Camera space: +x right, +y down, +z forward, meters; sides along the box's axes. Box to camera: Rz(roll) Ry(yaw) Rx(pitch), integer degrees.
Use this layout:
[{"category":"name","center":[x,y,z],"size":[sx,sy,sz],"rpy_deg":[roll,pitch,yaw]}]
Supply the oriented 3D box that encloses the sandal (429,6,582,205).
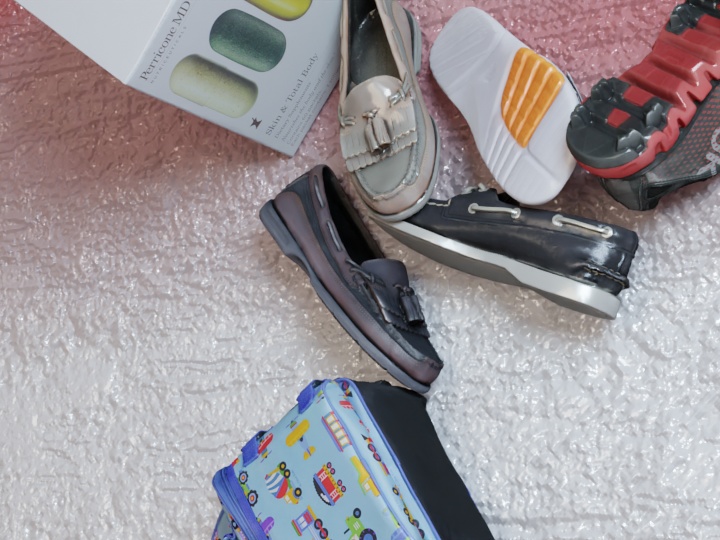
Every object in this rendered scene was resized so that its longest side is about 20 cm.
[{"category":"sandal","center":[0.112,-0.115,1.082],"size":[0.079,0.059,0.207],"rpy_deg":[-52,36,20]}]

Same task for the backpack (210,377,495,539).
[{"category":"backpack","center":[-0.025,0.190,1.054],"size":[0.200,0.134,0.183],"rpy_deg":[-40,60,22]}]

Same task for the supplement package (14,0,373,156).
[{"category":"supplement package","center":[-0.115,-0.203,1.158],"size":[0.150,0.199,0.152],"rpy_deg":[37,100,33]}]

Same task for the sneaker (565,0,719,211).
[{"category":"sneaker","center":[0.217,-0.114,1.004],"size":[0.200,0.098,0.071],"rpy_deg":[-44,46,-10]}]

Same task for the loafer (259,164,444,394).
[{"category":"loafer","center":[0.000,0.000,1.120],"size":[0.063,0.072,0.200],"rpy_deg":[-47,56,10]}]

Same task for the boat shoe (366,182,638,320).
[{"category":"boat shoe","center":[0.093,-0.025,1.061],"size":[0.199,0.074,0.061],"rpy_deg":[20,84,38]}]

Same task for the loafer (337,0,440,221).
[{"category":"loafer","center":[0.009,-0.124,1.105],"size":[0.071,0.063,0.201],"rpy_deg":[-21,47,19]}]
